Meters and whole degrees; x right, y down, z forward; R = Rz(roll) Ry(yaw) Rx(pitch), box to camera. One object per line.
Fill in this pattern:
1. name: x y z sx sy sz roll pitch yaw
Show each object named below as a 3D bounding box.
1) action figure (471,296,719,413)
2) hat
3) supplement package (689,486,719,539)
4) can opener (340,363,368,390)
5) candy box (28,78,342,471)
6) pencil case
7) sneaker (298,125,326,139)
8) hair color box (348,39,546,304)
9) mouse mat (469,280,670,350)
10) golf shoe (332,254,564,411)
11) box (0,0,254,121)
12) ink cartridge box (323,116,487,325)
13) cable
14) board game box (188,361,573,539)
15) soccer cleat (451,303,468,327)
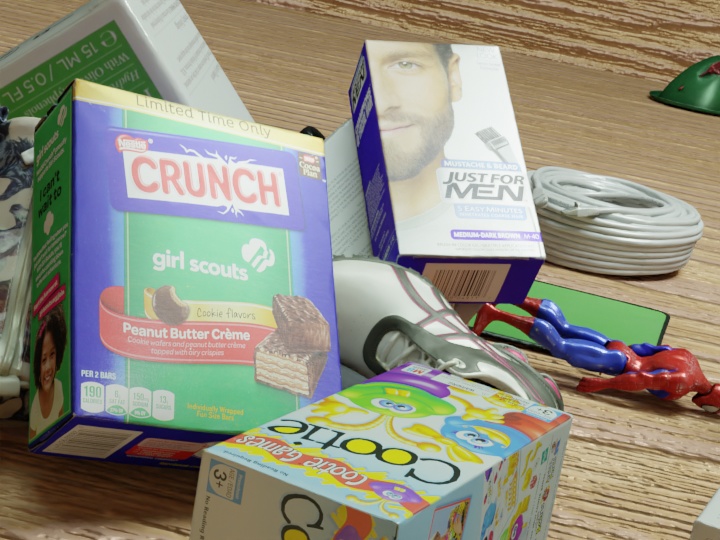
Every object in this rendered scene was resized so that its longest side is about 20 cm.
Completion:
1. action figure: 0.184 0.066 1.219 0.200 0.052 0.065 18 22 9
2. hat: 0.615 -0.367 2.779 0.200 0.176 0.166 13 16 10
3. supplement package: 0.228 0.159 0.789 0.117 0.117 0.200 16 17 21
4. can opener: -0.012 0.090 0.993 0.066 0.053 0.200 -2 20 -35
5. candy box: -0.100 0.008 0.924 0.169 0.200 0.077 10 -28 -31
6. pencil case: -0.204 0.000 0.958 0.078 0.089 0.200 10 58 -10
7. sneaker: -0.064 -0.101 1.562 0.200 0.090 0.078 14 16 17
8. hair color box: 0.060 -0.074 1.175 0.109 0.065 0.200 1 54 -14
9. mouse mat: 0.178 0.043 1.372 0.161 0.008 0.200 14 15 12
10. golf shoe: 0.042 0.053 1.021 0.200 0.077 0.088 29 9 -1
11. box: -0.193 -0.087 1.140 0.199 0.171 0.200 -29 14 8
12. ink cartridge box: 0.000 0.000 1.172 0.176 0.045 0.200 38 54 11
13. cable: 0.245 -0.050 1.628 0.200 0.069 0.200 9 15 -10
14. board game box: 0.012 0.125 0.791 0.103 0.105 0.200 17 16 25
15. soccer cleat: -0.014 0.024 1.231 0.200 0.070 0.086 23 43 31
